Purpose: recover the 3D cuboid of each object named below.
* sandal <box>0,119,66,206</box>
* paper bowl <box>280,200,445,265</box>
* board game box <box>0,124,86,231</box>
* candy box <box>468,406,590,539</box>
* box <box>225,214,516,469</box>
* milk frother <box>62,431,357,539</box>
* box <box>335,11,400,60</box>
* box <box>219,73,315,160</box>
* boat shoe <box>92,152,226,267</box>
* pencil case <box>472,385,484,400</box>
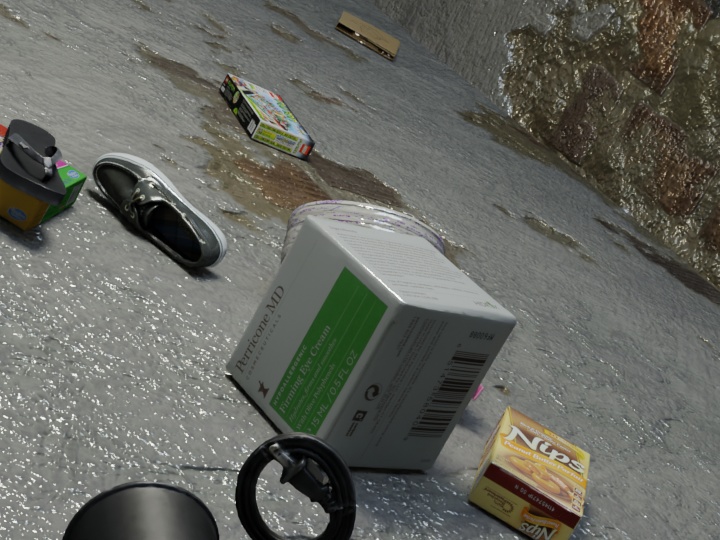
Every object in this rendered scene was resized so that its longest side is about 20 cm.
[{"bbox_3d":[-0.362,-0.130,1.721,0.076,0.043,0.200,22,19,-26],"label":"sandal"},{"bbox_3d":[0.000,0.000,1.907,0.198,0.106,0.201,10,-19,3],"label":"paper bowl"},{"bbox_3d":[-0.423,-0.126,1.754,0.199,0.041,0.153,31,17,1],"label":"board game box"},{"bbox_3d":[0.192,0.230,1.748,0.115,0.056,0.200,31,17,3],"label":"candy box"},{"bbox_3d":[0.011,0.077,1.628,0.199,0.200,0.171,11,25,-48],"label":"box"},{"bbox_3d":[-0.092,0.220,1.053,0.179,0.201,0.188,26,17,-25],"label":"milk frother"},{"bbox_3d":[0.018,-0.576,3.820,0.162,0.021,0.200,29,17,-5],"label":"box"},{"bbox_3d":[-0.156,-0.255,2.585,0.109,0.035,0.200,20,19,-31],"label":"box"},{"bbox_3d":[-0.245,-0.073,1.861,0.199,0.069,0.057,36,18,11],"label":"boat shoe"},{"bbox_3d":[0.052,0.096,1.849,0.198,0.091,0.094,20,24,-23],"label":"pencil case"}]
